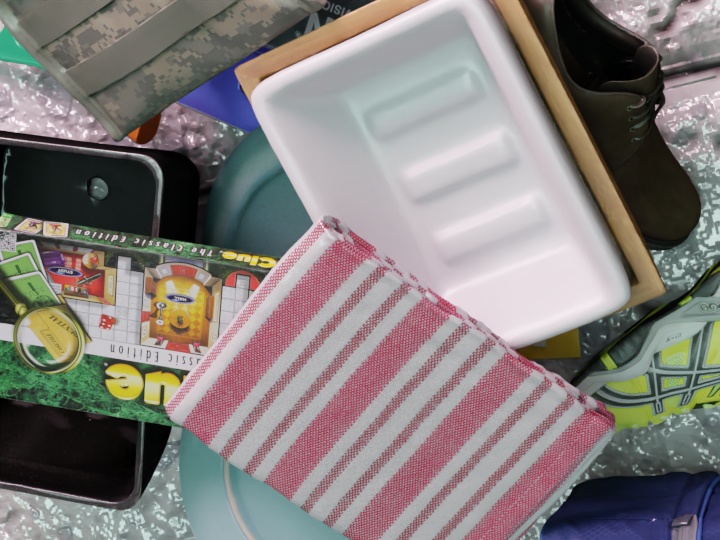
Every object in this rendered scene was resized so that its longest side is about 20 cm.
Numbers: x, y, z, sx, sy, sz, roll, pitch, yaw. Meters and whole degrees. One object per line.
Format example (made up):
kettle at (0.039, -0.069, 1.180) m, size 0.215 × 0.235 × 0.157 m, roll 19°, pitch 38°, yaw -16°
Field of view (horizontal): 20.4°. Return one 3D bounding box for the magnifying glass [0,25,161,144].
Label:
magnifying glass at (-0.195, -0.141, 1.213) m, size 0.200 × 0.022 × 0.080 m, roll 40°, pitch 127°, yaw 25°

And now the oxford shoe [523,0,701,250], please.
oxford shoe at (0.137, -0.083, 1.095) m, size 0.084 × 0.073 × 0.200 m, roll -12°, pitch 134°, yaw 43°

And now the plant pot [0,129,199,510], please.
plant pot at (-0.191, 0.007, 1.188) m, size 0.198 × 0.177 × 0.201 m, roll 8°, pitch 103°, yaw 11°

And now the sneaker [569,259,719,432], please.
sneaker at (0.188, 0.056, 1.146) m, size 0.200 × 0.075 × 0.077 m, roll -37°, pitch 89°, yaw 21°

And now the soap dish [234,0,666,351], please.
soap dish at (0.050, -0.053, 1.043) m, size 0.157 × 0.081 × 0.201 m, roll -22°, pitch 106°, yaw 26°

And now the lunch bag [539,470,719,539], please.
lunch bag at (0.180, 0.187, 1.109) m, size 0.131 × 0.200 × 0.137 m, roll -7°, pitch 94°, yaw 14°

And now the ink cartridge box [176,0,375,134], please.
ink cartridge box at (-0.027, -0.166, 1.138) m, size 0.197 × 0.043 × 0.201 m, roll 22°, pitch 102°, yaw 12°

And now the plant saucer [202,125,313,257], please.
plant saucer at (0.000, 0.000, 1.145) m, size 0.199 × 0.027 × 0.202 m, roll 6°, pitch 115°, yaw 14°

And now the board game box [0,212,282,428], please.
board game box at (-0.097, 0.034, 1.059) m, size 0.198 × 0.024 × 0.105 m, roll 8°, pitch 120°, yaw 4°

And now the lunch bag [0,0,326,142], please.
lunch bag at (-0.126, -0.195, 1.036) m, size 0.163 × 0.118 × 0.200 m, roll -28°, pitch 116°, yaw 32°

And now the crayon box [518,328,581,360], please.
crayon box at (0.033, -0.008, 1.189) m, size 0.198 × 0.052 × 0.127 m, roll -3°, pitch 100°, yaw 17°

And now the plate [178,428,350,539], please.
plate at (-0.009, 0.108, 1.116) m, size 0.199 × 0.026 × 0.202 m, roll -1°, pitch 86°, yaw 12°

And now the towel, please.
towel at (0.016, 0.074, 1.040) m, size 0.199 × 0.030 × 0.146 m, roll 35°, pitch 114°, yaw -15°
